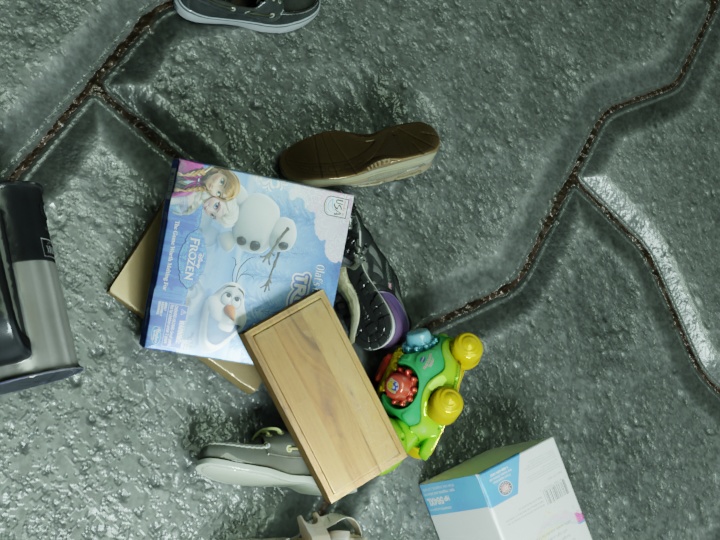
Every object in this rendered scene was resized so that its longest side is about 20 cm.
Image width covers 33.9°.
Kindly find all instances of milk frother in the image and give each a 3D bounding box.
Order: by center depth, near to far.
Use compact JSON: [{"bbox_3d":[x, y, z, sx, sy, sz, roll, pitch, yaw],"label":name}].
[{"bbox_3d":[-0.389,0.028,1.116,0.198,0.180,0.190,-16,83,9],"label":"milk frother"}]

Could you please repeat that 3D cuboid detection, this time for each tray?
[{"bbox_3d":[-0.038,0.132,1.248,0.098,0.037,0.201,-28,94,-16],"label":"tray"}]

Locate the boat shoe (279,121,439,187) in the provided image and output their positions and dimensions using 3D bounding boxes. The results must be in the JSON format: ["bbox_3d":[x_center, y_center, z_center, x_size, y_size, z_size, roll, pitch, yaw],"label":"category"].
[{"bbox_3d":[-0.001,-0.129,1.429,0.198,0.065,0.073,-13,61,-15],"label":"boat shoe"}]

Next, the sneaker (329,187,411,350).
[{"bbox_3d":[0.000,0.000,1.409,0.087,0.075,0.202,2,66,-61],"label":"sneaker"}]

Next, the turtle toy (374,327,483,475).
[{"bbox_3d":[0.059,0.150,1.355,0.100,0.146,0.201,25,57,1],"label":"turtle toy"}]

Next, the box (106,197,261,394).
[{"bbox_3d":[-0.161,0.016,1.315,0.199,0.021,0.164,38,60,-19],"label":"box"}]

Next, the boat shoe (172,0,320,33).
[{"bbox_3d":[-0.127,-0.327,1.415,0.198,0.056,0.069,-8,80,-34],"label":"boat shoe"}]

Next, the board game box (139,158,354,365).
[{"bbox_3d":[-0.121,-0.002,1.266,0.197,0.043,0.202,10,92,-20],"label":"board game box"}]

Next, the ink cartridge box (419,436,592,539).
[{"bbox_3d":[0.181,0.317,1.385,0.128,0.125,0.202,-18,86,-34],"label":"ink cartridge box"}]

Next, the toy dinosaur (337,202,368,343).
[{"bbox_3d":[-0.030,-0.023,1.351,0.047,0.088,0.201,-13,68,-49],"label":"toy dinosaur"}]

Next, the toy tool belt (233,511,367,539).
[{"bbox_3d":[-0.051,0.319,1.238,0.198,0.123,0.126,-9,81,-34],"label":"toy tool belt"}]

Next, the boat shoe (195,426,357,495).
[{"bbox_3d":[-0.089,0.204,1.280,0.200,0.072,0.061,15,67,-35],"label":"boat shoe"}]
